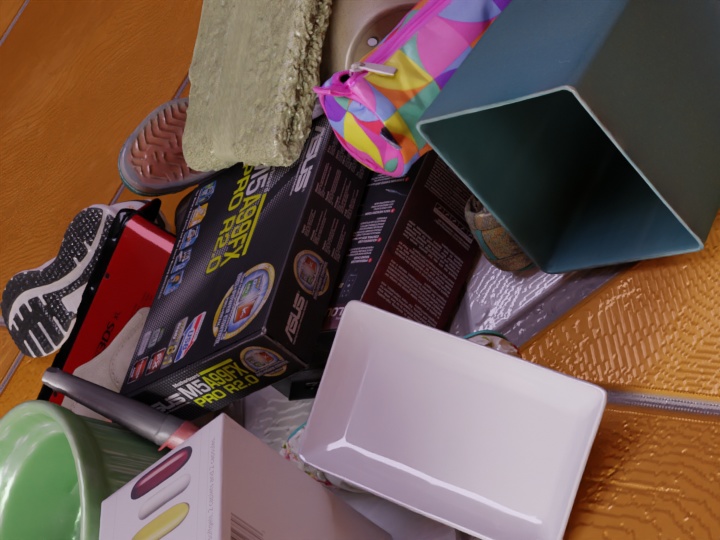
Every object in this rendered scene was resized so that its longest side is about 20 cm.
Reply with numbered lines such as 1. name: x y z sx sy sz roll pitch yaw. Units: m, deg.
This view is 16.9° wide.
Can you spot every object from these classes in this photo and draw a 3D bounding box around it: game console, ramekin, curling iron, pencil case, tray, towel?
1. game console: -0.167 0.061 1.843 0.172 0.118 0.201 30 100 31
2. ramekin: -0.190 0.193 1.630 0.200 0.097 0.201 -23 62 53
3. curling iron: -0.121 0.112 1.610 0.050 0.199 0.026 120 172 -82
4. pencil case: 0.062 -0.147 1.600 0.200 0.089 0.088 -42 25 -19
5. tray: 0.056 0.095 1.448 0.199 0.022 0.108 19 92 37
6. towel: -0.067 -0.168 1.687 0.148 0.036 0.201 1 79 57

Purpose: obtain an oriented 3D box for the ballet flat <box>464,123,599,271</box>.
1. ballet flat: 0.121 -0.094 1.605 0.070 0.071 0.201 -10 48 50

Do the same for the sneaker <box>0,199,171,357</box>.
1. sneaker: -0.226 0.008 2.005 0.080 0.074 0.200 -22 -12 -48

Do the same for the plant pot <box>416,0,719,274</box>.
1. plant pot: 0.164 -0.125 1.511 0.141 0.141 0.201 -9 42 51

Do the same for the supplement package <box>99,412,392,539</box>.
1. supplement package: -0.067 0.218 1.424 0.111 0.156 0.201 -37 32 25

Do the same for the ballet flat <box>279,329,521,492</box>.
1. ballet flat: 0.023 0.103 1.521 0.200 0.075 0.064 -33 52 36

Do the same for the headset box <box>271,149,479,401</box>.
1. headset box: 0.000 0.000 1.661 0.148 0.075 0.201 -10 48 51

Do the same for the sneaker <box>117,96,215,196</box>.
1. sneaker: -0.125 -0.107 1.937 0.200 0.072 0.080 -37 -3 -37

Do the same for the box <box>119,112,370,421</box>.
1. box: -0.076 0.000 1.646 0.160 0.044 0.201 -26 37 44

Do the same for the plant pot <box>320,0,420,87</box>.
1. plant pot: 0.017 -0.192 1.741 0.187 0.187 0.200 -44 30 13

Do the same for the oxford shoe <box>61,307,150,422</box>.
1. oxford shoe: -0.190 0.114 1.748 0.200 0.071 0.074 -47 52 14

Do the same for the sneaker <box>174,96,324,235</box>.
1. sneaker: -0.063 -0.055 1.845 0.200 0.070 0.076 -37 48 35
